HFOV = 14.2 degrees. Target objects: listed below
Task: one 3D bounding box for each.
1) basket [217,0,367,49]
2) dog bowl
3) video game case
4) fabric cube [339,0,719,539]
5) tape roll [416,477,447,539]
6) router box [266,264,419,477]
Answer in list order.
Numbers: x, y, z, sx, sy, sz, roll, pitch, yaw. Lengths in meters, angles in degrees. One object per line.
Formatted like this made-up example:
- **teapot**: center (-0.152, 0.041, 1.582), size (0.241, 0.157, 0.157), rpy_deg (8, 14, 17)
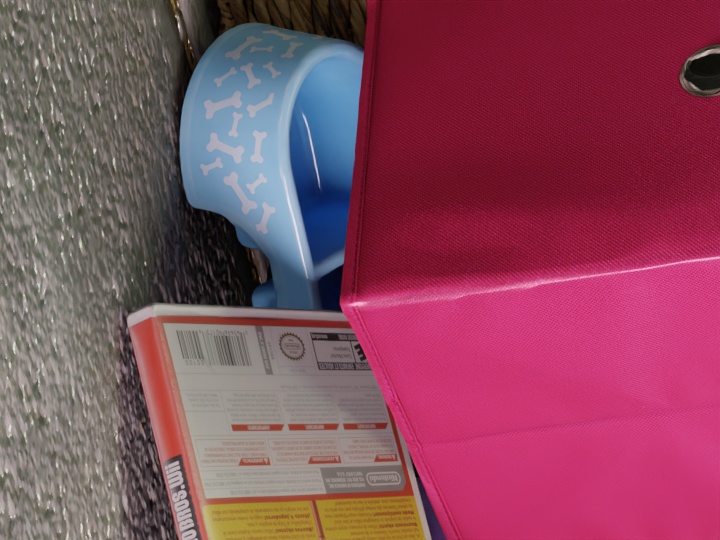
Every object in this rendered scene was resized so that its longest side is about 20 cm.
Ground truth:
- **basket**: center (0.007, -0.187, 1.323), size (0.143, 0.149, 0.200), rpy_deg (-80, 161, -54)
- **dog bowl**: center (-0.016, -0.012, 1.270), size (0.111, 0.050, 0.200), rpy_deg (-31, 114, -51)
- **video game case**: center (-0.019, 0.111, 1.155), size (0.143, 0.017, 0.200), rpy_deg (4, 67, -52)
- **fabric cube**: center (0.117, -0.012, 1.233), size (0.200, 0.199, 0.196), rpy_deg (66, 22, -46)
- **tape roll**: center (0.030, 0.196, 1.342), size (0.200, 0.066, 0.200), rpy_deg (177, -90, -80)
- **router box**: center (0.000, 0.000, 1.465), size (0.200, 0.052, 0.157), rpy_deg (-82, 165, -47)
